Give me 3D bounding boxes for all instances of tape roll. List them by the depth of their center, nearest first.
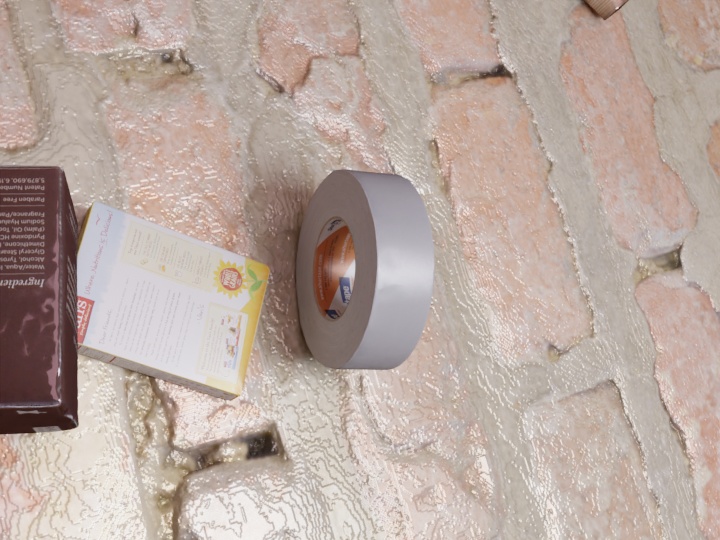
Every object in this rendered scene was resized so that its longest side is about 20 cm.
[{"bbox_3d":[0.000,0.000,1.120,0.065,0.200,0.204,3,73,-27],"label":"tape roll"}]

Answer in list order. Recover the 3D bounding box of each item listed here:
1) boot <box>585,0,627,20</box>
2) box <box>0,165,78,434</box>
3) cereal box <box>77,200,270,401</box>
[{"bbox_3d":[0.352,-0.456,1.521,0.199,0.074,0.155,-38,90,-34],"label":"boot"},{"bbox_3d":[-0.329,0.031,0.937,0.161,0.166,0.204,-1,75,-11],"label":"box"},{"bbox_3d":[-0.199,0.033,1.099,0.197,0.039,0.146,21,67,-20],"label":"cereal box"}]
